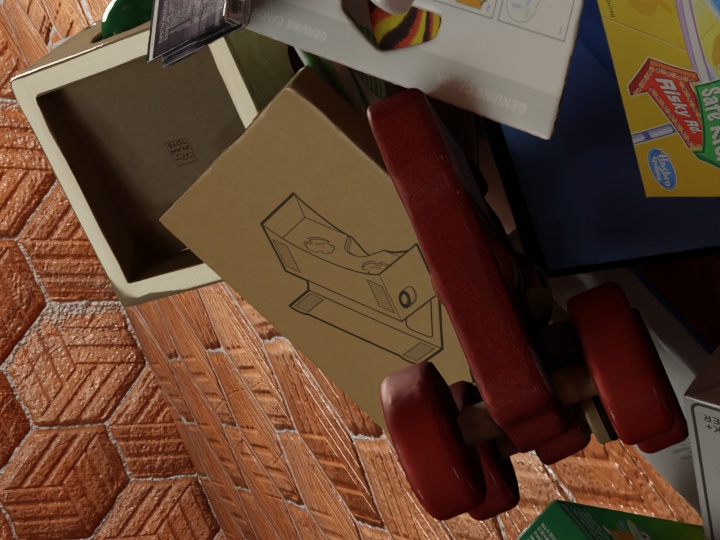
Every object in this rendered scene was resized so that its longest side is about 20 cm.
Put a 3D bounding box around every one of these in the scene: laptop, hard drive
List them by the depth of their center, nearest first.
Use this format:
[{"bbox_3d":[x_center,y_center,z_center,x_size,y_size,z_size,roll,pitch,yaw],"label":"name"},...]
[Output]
[{"bbox_3d":[0.134,-0.056,0.692,0.178,0.103,0.200,68,171,-26],"label":"laptop"},{"bbox_3d":[0.152,0.052,0.878,0.200,0.025,0.132,47,162,0],"label":"hard drive"}]

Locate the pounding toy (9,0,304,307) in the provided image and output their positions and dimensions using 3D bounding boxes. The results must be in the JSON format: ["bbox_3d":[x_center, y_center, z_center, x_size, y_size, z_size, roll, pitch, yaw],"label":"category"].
[{"bbox_3d":[-0.085,-0.114,0.971,0.183,0.142,0.201,-14,111,30],"label":"pounding toy"}]

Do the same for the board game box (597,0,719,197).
[{"bbox_3d":[0.144,-0.119,0.559,0.133,0.034,0.201,1,125,35],"label":"board game box"}]

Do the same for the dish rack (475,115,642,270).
[{"bbox_3d":[0.093,-0.029,0.997,0.172,0.043,0.200,57,165,14],"label":"dish rack"}]

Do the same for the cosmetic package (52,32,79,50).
[{"bbox_3d":[-0.101,-0.156,1.099,0.102,0.199,0.075,30,143,67],"label":"cosmetic package"}]

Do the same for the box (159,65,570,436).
[{"bbox_3d":[0.000,0.000,0.877,0.200,0.021,0.163,43,140,-7],"label":"box"}]

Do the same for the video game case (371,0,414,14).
[{"bbox_3d":[0.011,-0.235,0.636,0.182,0.201,0.023,45,-160,27],"label":"video game case"}]

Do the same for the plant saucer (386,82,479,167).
[{"bbox_3d":[0.038,-0.073,0.938,0.200,0.034,0.202,174,90,-82],"label":"plant saucer"}]

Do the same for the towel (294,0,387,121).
[{"bbox_3d":[-0.017,-0.184,0.879,0.153,0.023,0.202,53,-149,-61],"label":"towel"}]

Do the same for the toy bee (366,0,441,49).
[{"bbox_3d":[0.024,-0.194,0.808,0.108,0.130,0.202,17,97,48],"label":"toy bee"}]

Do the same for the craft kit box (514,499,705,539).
[{"bbox_3d":[0.199,0.219,0.884,0.197,0.049,0.200,23,-157,-54],"label":"craft kit box"}]

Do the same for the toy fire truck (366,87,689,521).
[{"bbox_3d":[0.064,0.015,0.724,0.200,0.111,0.169,31,-143,-73],"label":"toy fire truck"}]

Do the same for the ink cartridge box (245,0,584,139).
[{"bbox_3d":[0.037,-0.167,0.680,0.199,0.043,0.175,26,112,39],"label":"ink cartridge box"}]

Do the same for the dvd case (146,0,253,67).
[{"bbox_3d":[-0.073,-0.182,0.782,0.200,0.016,0.150,-174,91,-72],"label":"dvd case"}]

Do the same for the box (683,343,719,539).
[{"bbox_3d":[0.221,0.124,0.737,0.116,0.060,0.201,14,136,36],"label":"box"}]
